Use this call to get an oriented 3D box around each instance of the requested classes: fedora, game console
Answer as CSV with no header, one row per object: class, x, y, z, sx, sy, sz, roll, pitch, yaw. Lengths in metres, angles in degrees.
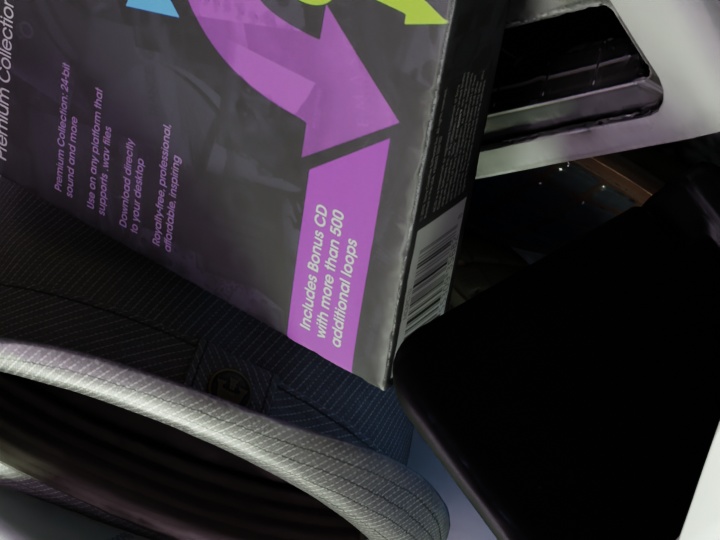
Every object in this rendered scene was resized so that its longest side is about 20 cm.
fedora,-0.059,0.022,0.770,0.199,0.091,0.177,20,161,-4
game console,0.113,0.084,0.716,0.200,0.116,0.176,54,177,12

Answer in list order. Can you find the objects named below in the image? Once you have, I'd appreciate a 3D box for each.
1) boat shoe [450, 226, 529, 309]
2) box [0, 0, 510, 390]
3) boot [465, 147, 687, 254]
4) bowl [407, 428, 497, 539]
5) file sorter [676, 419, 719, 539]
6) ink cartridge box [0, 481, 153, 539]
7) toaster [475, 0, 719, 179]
boat shoe,-0.001,0.000,0.871,0.072,0.068,0.200,21,-169,-40
box,-0.056,-0.073,0.679,0.199,0.036,0.144,28,129,25
boot,0.040,-0.073,0.814,0.199,0.097,0.075,23,152,-23
bowl,0.057,0.076,0.900,0.200,0.091,0.201,27,-170,-5
file sorter,0.181,0.009,0.616,0.124,0.200,0.139,30,146,17
ink cartridge box,-0.076,0.118,0.883,0.199,0.146,0.083,32,111,16
toaster,0.038,-0.132,0.684,0.200,0.119,0.181,-8,122,52
